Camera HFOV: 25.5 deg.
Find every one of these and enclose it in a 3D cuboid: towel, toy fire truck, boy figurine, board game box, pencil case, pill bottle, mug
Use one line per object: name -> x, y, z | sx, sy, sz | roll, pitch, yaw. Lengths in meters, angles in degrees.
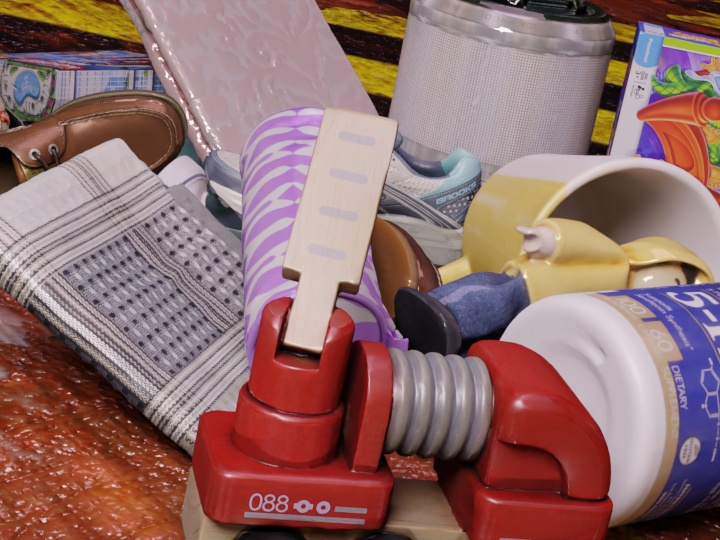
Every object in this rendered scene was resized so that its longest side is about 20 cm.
towel -> -0.083, -0.160, 1.224 | 0.200, 0.032, 0.191 | -17, 75, -51
toy fire truck -> 0.021, 0.046, 0.692 | 0.175, 0.201, 0.129 | 6, 20, -14
boy figurine -> 0.115, 0.029, 0.908 | 0.199, 0.125, 0.064 | -12, 24, -27
board game box -> 0.242, -0.065, 1.143 | 0.134, 0.201, 0.045 | 12, 19, 4
towel -> -0.101, 0.011, 0.866 | 0.192, 0.035, 0.200 | 41, 23, 5
pencil case -> -0.024, -0.013, 0.883 | 0.085, 0.084, 0.200 | -5, 38, -3
board game box -> -0.237, -0.138, 1.259 | 0.199, 0.062, 0.200 | -7, 14, -34
pill bottle -> 0.178, 0.067, 0.850 | 0.200, 0.120, 0.120 | -4, 24, -37
mug -> 0.122, -0.014, 1.031 | 0.186, 0.150, 0.153 | 11, 10, -21

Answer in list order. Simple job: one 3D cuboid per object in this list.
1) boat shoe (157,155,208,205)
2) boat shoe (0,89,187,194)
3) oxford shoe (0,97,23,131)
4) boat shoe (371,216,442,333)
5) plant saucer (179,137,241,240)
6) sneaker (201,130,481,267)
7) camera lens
boat shoe -> -0.126, -0.011, 1.000 | 0.065, 0.074, 0.200 | 38, 27, -5
boat shoe -> -0.207, -0.061, 1.027 | 0.199, 0.072, 0.068 | -18, 19, 1
oxford shoe -> -0.282, -0.112, 1.095 | 0.075, 0.071, 0.200 | -2, 1, 1
boat shoe -> 0.000, 0.000, 0.992 | 0.070, 0.071, 0.200 | 24, 2, -31
plant saucer -> -0.088, -0.056, 1.180 | 0.199, 0.028, 0.200 | 13, 23, -5
sneaker -> -0.010, -0.069, 1.108 | 0.199, 0.087, 0.078 | 10, 24, -13
camera lens -> 0.103, -0.126, 1.240 | 0.159, 0.201, 0.160 | 10, 19, -3
